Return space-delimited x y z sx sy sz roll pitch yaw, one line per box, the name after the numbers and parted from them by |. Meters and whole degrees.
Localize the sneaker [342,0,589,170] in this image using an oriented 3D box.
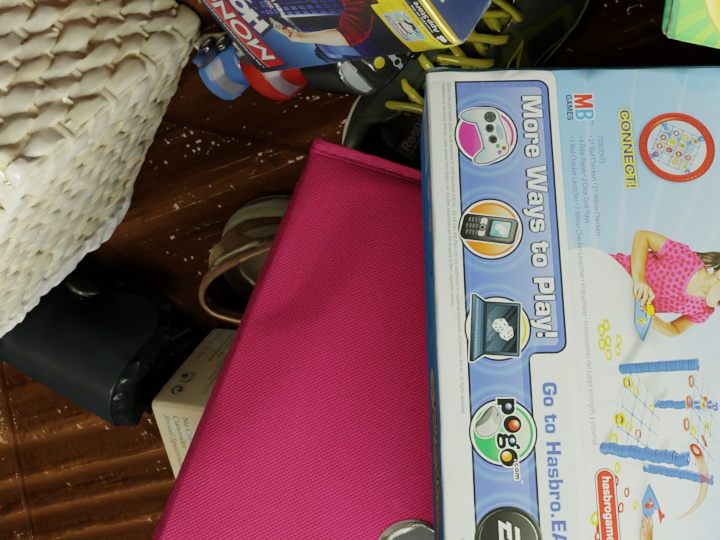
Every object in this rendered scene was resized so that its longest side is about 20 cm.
0.046 -0.088 0.713 0.074 0.085 0.201 27 128 -4 | sneaker

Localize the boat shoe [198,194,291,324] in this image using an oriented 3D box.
0.000 0.000 0.826 0.198 0.072 0.076 -9 118 35 | boat shoe

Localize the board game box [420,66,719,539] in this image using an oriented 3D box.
0.121 0.028 0.559 0.193 0.203 0.056 0 157 -1 | board game box

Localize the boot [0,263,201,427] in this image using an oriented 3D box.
-0.194 0.027 0.888 0.167 0.200 0.077 26 101 17 | boot

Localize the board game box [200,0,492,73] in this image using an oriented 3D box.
-0.059 -0.173 0.619 0.200 0.062 0.199 50 158 -25 | board game box

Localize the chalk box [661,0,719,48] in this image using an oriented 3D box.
0.180 -0.142 0.563 0.198 0.125 0.126 15 116 21 | chalk box

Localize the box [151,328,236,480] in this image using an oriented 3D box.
-0.008 0.097 0.900 0.198 0.078 0.096 3 123 29 | box

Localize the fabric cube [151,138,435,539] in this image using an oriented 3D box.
0.040 0.099 0.672 0.194 0.201 0.201 17 156 10 | fabric cube

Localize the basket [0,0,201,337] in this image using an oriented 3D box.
-0.213 -0.090 0.807 0.197 0.200 0.161 37 128 0 | basket

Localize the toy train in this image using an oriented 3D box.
-0.032 -0.099 0.736 0.034 0.046 0.199 43 167 -24 | toy train
